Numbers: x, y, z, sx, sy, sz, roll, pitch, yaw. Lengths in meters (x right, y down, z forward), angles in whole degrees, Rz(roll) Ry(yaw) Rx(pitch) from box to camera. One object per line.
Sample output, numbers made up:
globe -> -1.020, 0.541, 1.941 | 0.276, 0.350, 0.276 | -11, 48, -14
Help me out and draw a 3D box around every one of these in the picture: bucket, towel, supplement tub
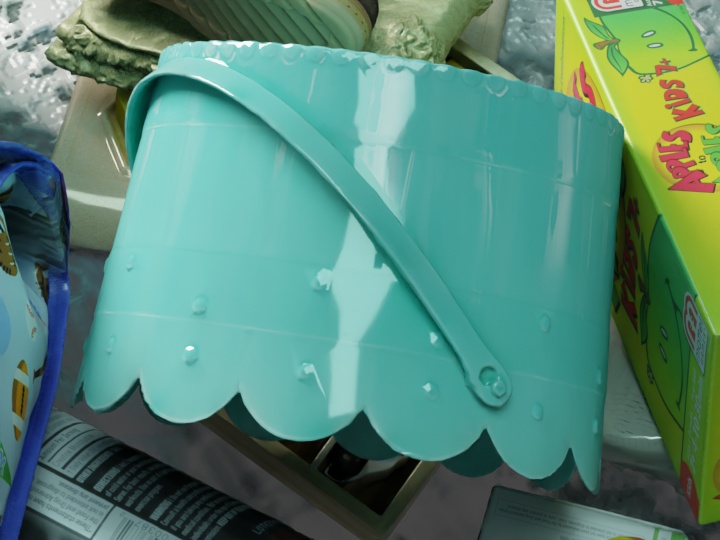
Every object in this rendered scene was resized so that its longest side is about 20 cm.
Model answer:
bucket -> 0.000, 0.000, 0.978 | 0.205, 0.207, 0.136 | 8, 85, 3
towel -> -0.029, -0.124, 1.158 | 0.199, 0.037, 0.149 | 14, 58, 36
supplement tub -> -0.119, 0.111, 1.020 | 0.199, 0.107, 0.107 | 25, 58, 15

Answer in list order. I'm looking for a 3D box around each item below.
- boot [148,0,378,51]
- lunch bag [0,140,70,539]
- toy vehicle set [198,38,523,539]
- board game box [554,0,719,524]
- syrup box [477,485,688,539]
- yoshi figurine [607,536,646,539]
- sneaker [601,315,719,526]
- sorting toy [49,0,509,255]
boot -> -0.026, -0.171, 1.119 | 0.199, 0.073, 0.167 | 23, 66, 45
lunch bag -> -0.198, 0.020, 0.957 | 0.169, 0.125, 0.200 | -4, 28, 7
toy vehicle set -> 0.015, 0.000, 1.118 | 0.124, 0.027, 0.200 | 34, 70, 8
board game box -> 0.123, -0.014, 1.024 | 0.047, 0.102, 0.201 | -11, 45, -8
syrup box -> 0.059, 0.189, 0.989 | 0.081, 0.079, 0.201 | 14, 56, 7
yoshi figurine -> 0.169, 0.160, 0.954 | 0.200, 0.112, 0.113 | 39, 45, -30
sneaker -> 0.145, 0.075, 1.069 | 0.198, 0.089, 0.076 | 12, 47, 14
sorting toy -> -0.034, -0.086, 1.202 | 0.184, 0.037, 0.201 | 10, 56, 4
